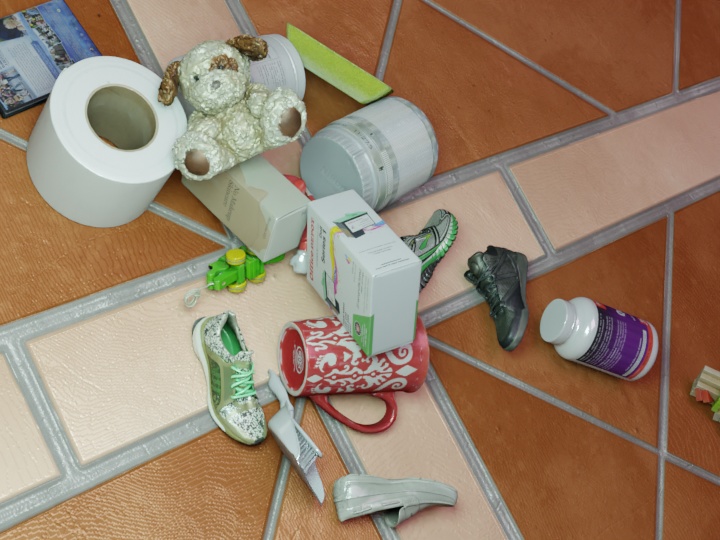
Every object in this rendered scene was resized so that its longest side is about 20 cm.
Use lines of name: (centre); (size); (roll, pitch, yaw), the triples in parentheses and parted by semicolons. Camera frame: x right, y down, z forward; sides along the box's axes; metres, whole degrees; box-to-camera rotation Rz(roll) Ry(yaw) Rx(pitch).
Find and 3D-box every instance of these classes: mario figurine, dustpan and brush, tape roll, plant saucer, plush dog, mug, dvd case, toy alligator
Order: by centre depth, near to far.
plush dog: (-0.186, -0.240, 1.517); (0.198, 0.161, 0.174); (-23, 101, 2)
dustpan and brush: (-0.099, 0.220, 1.532); (0.057, 0.140, 0.200); (-34, 53, -11)
tape roll: (-0.361, -0.182, 1.539); (0.200, 0.139, 0.205); (15, 60, -26)
mug: (-0.009, 0.143, 1.603); (0.197, 0.133, 0.180); (-2, 65, -29)
dvd case: (-0.486, -0.318, 1.607); (0.199, 0.018, 0.143); (-34, 87, -40)
toy alligator: (-0.198, -0.002, 1.607); (0.054, 0.060, 0.199); (28, 40, 35)
mario figurine: (-0.091, -0.064, 1.703); (0.106, 0.123, 0.200); (-43, 103, -1)
plant saucer: (-0.040, -0.335, 1.813); (0.198, 0.048, 0.200); (32, 8, -2)

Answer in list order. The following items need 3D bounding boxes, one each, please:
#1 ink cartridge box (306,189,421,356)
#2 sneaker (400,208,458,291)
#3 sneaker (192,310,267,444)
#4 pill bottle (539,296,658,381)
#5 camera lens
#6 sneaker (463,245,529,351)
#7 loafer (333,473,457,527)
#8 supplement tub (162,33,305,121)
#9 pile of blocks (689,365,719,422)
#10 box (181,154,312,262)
ink cartridge box: (0.000, 0.000, 1.551); (0.083, 0.146, 0.200); (-16, 41, -24)
sneaker: (0.097, -0.039, 1.794); (0.085, 0.078, 0.201); (41, 52, -7)
sneaker: (-0.176, 0.146, 1.518); (0.076, 0.088, 0.202); (-15, 75, -36)
pill bottle: (0.417, 0.116, 1.895); (0.198, 0.112, 0.114); (20, 57, -23)
camera lens: (0.019, -0.183, 1.766); (0.199, 0.160, 0.161); (-31, 84, -39)
sneaker: (0.228, 0.041, 1.840); (0.113, 0.076, 0.202); (20, 54, -20)
loafer: (0.052, 0.340, 1.581); (0.197, 0.070, 0.071); (6, 68, -21)
supplement tub: (-0.199, -0.290, 1.702); (0.199, 0.132, 0.133); (-24, 80, -39)
pile of blocks: (0.697, 0.266, 2.014); (0.199, 0.082, 0.062); (41, 51, -9)
box: (-0.171, -0.117, 1.613); (0.200, 0.096, 0.077); (42, 45, 23)
